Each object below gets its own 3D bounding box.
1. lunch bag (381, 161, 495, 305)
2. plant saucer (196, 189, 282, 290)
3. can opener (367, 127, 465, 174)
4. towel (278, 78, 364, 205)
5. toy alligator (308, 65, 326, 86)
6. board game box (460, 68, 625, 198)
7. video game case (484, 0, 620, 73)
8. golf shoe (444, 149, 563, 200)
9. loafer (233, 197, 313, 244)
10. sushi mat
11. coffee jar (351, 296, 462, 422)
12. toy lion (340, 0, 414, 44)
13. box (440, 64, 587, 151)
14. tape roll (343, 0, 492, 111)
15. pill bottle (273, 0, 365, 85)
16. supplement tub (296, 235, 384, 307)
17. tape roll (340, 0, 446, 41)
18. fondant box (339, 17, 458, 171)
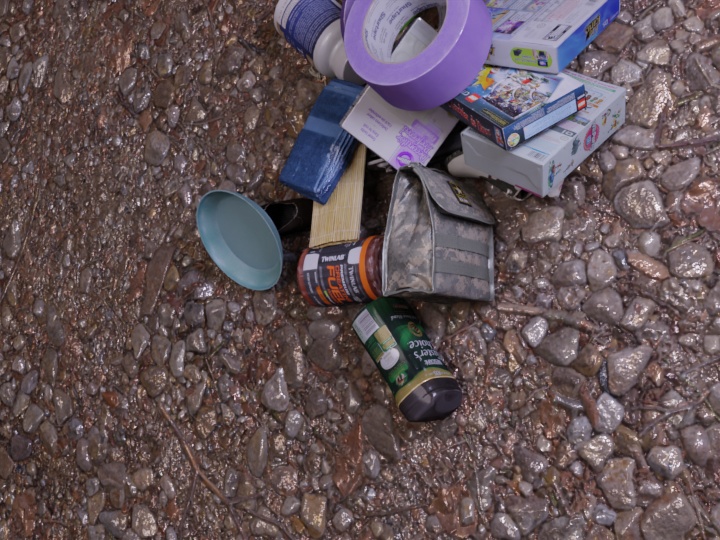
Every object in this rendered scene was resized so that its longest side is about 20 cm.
[{"bbox_3d":[0.121,-0.056,1.449,0.116,0.163,0.203,-6,80,40],"label":"lunch bag"},{"bbox_3d":[-0.206,-0.060,1.695,0.198,0.036,0.202,24,134,28],"label":"plant saucer"},{"bbox_3d":[0.096,-0.204,1.560,0.198,0.053,0.068,-14,75,32],"label":"can opener"},{"bbox_3d":[-0.057,-0.218,1.585,0.111,0.048,0.202,24,86,36],"label":"towel"},{"bbox_3d":[-0.037,-0.275,1.668,0.201,0.059,0.055,55,154,28],"label":"toy alligator"},{"bbox_3d":[0.261,-0.205,1.364,0.147,0.065,0.200,30,60,36],"label":"board game box"},{"bbox_3d":[0.254,-0.360,1.401,0.180,0.200,0.046,18,136,35],"label":"video game case"},{"bbox_3d":[0.215,-0.150,1.454,0.198,0.077,0.090,-1,87,35],"label":"golf shoe"},{"bbox_3d":[-0.162,-0.093,1.713,0.198,0.071,0.074,-18,72,32],"label":"loafer"},{"bbox_3d":[-0.035,-0.137,1.579,0.095,0.012,0.203,-7,68,32],"label":"sushi mat"},{"bbox_3d":[0.074,0.141,1.488,0.085,0.104,0.201,-44,61,24],"label":"coffee jar"},{"bbox_3d":[0.049,-0.518,1.645,0.192,0.068,0.200,-49,59,10],"label":"toy lion"},{"bbox_3d":[0.203,-0.249,1.350,0.135,0.038,0.200,-29,38,-11],"label":"box"},{"bbox_3d":[0.080,-0.336,1.356,0.197,0.085,0.203,-11,67,28],"label":"tape roll"},{"bbox_3d":[-0.055,-0.405,1.664,0.200,0.110,0.111,47,109,31],"label":"pill bottle"},{"bbox_3d":[0.000,0.000,1.562,0.198,0.106,0.109,-8,78,34],"label":"supplement tub"},{"bbox_3d":[0.068,-0.396,1.517,0.197,0.085,0.203,-1,103,-5],"label":"tape roll"},{"bbox_3d":[0.082,-0.260,1.469,0.144,0.058,0.201,35,98,-12],"label":"fondant box"}]
